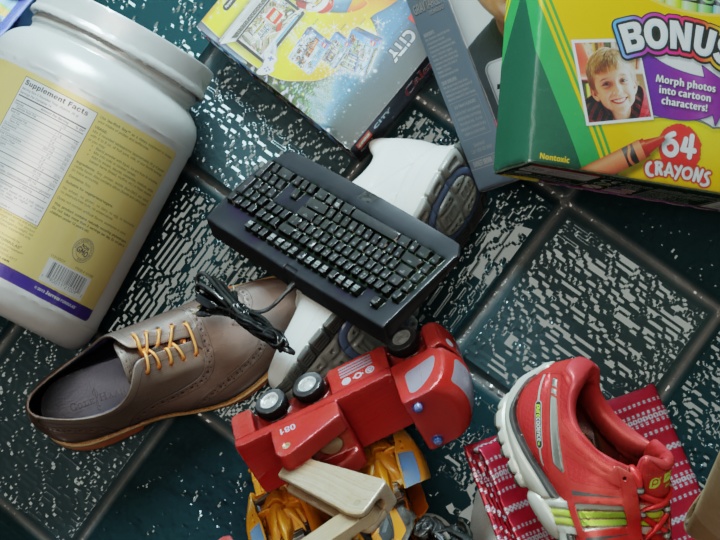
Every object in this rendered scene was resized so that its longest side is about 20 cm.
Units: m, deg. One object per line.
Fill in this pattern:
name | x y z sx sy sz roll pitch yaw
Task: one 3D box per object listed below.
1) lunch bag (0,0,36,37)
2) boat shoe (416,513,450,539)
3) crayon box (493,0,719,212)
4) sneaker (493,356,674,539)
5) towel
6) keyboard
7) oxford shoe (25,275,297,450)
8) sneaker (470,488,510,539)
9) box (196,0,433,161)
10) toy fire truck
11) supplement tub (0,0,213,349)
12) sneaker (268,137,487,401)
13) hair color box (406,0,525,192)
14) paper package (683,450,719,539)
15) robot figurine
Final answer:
lunch bag | -0.270 -0.205 1.726 0.151 0.094 0.200 29 75 16
boat shoe | 0.019 0.246 1.576 0.074 0.060 0.200 2 80 40
crayon box | 0.187 -0.131 1.569 0.200 0.058 0.173 8 81 -20
sneaker | 0.154 0.140 1.491 0.085 0.077 0.200 -38 80 33
towel | 0.159 0.177 1.551 0.145 0.022 0.200 -16 75 -26
keyboard | -0.035 -0.004 1.589 0.127 0.021 0.200 -48 40 -10
oxford shoe | -0.120 0.059 1.642 0.200 0.073 0.071 -28 75 6
sneaker | 0.116 0.208 1.576 0.088 0.075 0.200 -2 76 -9
box | 0.009 -0.191 1.677 0.137 0.038 0.200 40 90 15
toy fire truck | -0.019 0.122 1.526 0.200 0.049 0.141 -25 37 7
supplement tub | -0.194 -0.066 1.643 0.145 0.145 0.200 27 86 15
sneaker | 0.000 0.000 1.626 0.087 0.075 0.200 19 66 39
hair color box | 0.091 -0.161 1.599 0.099 0.061 0.200 -22 92 -21
paper package | 0.321 0.122 1.487 0.200 0.103 0.191 34 59 16
robot figurine | -0.007 0.164 1.559 0.145 0.058 0.200 -28 37 6
